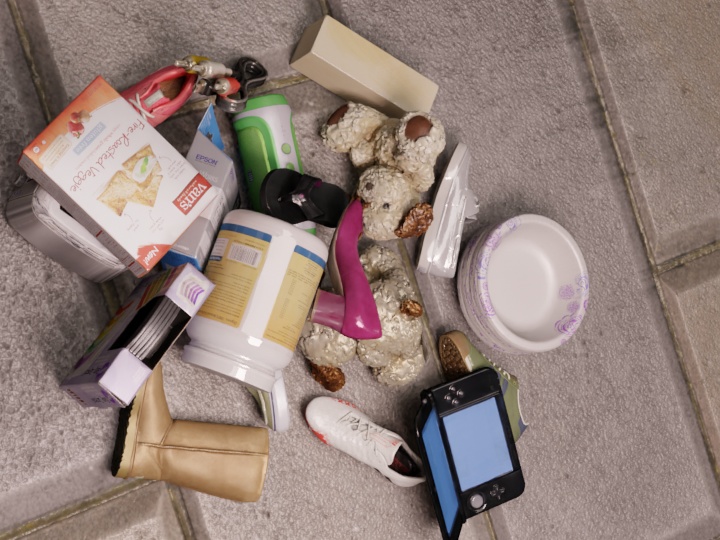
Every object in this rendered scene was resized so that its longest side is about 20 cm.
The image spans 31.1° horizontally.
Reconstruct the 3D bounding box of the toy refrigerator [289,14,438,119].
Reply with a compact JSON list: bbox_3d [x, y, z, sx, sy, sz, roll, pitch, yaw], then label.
[{"bbox_3d":[0.007,-0.281,1.846,0.199,0.076,0.071,29,71,-21],"label":"toy refrigerator"}]

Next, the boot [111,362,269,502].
[{"bbox_3d":[-0.213,0.201,1.677,0.198,0.066,0.177,12,90,-25],"label":"boot"}]

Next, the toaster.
[{"bbox_3d":[-0.336,-0.062,1.606,0.199,0.129,0.114,38,69,-19],"label":"toaster"}]

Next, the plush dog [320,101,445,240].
[{"bbox_3d":[0.042,-0.127,1.810,0.160,0.198,0.174,27,79,-54],"label":"plush dog"}]

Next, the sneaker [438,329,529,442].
[{"bbox_3d":[0.186,0.167,1.889,0.089,0.067,0.202,-28,102,-28],"label":"sneaker"}]

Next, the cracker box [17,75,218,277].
[{"bbox_3d":[-0.285,-0.110,1.528,0.200,0.058,0.134,44,68,-11],"label":"cracker box"}]

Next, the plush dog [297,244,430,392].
[{"bbox_3d":[-0.007,0.073,1.759,0.170,0.160,0.202,-13,90,-5],"label":"plush dog"}]

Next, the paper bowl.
[{"bbox_3d":[0.231,0.022,1.908,0.199,0.104,0.203,4,81,-27],"label":"paper bowl"}]

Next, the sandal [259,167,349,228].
[{"bbox_3d":[-0.063,-0.097,1.698,0.200,0.048,0.076,0,79,-59],"label":"sandal"}]

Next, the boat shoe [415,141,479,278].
[{"bbox_3d":[0.137,-0.087,1.881,0.068,0.072,0.202,17,74,-3],"label":"boat shoe"}]

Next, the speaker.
[{"bbox_3d":[-0.117,-0.132,1.753,0.088,0.088,0.202,-12,89,-28],"label":"speaker"}]

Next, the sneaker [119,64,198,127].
[{"bbox_3d":[-0.290,-0.212,1.674,0.200,0.087,0.074,-43,102,-25],"label":"sneaker"}]

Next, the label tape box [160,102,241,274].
[{"bbox_3d":[-0.197,-0.092,1.670,0.065,0.143,0.202,20,73,6],"label":"label tape box"}]

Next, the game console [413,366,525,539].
[{"bbox_3d":[0.153,0.260,1.783,0.174,0.116,0.202,-19,103,-17],"label":"game console"}]

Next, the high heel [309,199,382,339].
[{"bbox_3d":[0.000,0.000,1.692,0.095,0.068,0.202,17,62,-3],"label":"high heel"}]

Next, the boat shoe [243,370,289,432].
[{"bbox_3d":[-0.144,0.121,1.727,0.061,0.072,0.202,-15,83,-11],"label":"boat shoe"}]

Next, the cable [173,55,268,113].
[{"bbox_3d":[-0.160,-0.255,1.704,0.097,0.051,0.200,35,28,15],"label":"cable"}]

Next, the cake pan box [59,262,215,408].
[{"bbox_3d":[-0.273,0.083,1.580,0.052,0.200,0.185,40,70,-17],"label":"cake pan box"}]

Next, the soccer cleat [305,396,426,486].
[{"bbox_3d":[0.013,0.234,1.776,0.199,0.085,0.069,38,68,-19],"label":"soccer cleat"}]

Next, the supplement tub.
[{"bbox_3d":[-0.136,0.039,1.632,0.144,0.144,0.202,24,81,-23],"label":"supplement tub"}]
